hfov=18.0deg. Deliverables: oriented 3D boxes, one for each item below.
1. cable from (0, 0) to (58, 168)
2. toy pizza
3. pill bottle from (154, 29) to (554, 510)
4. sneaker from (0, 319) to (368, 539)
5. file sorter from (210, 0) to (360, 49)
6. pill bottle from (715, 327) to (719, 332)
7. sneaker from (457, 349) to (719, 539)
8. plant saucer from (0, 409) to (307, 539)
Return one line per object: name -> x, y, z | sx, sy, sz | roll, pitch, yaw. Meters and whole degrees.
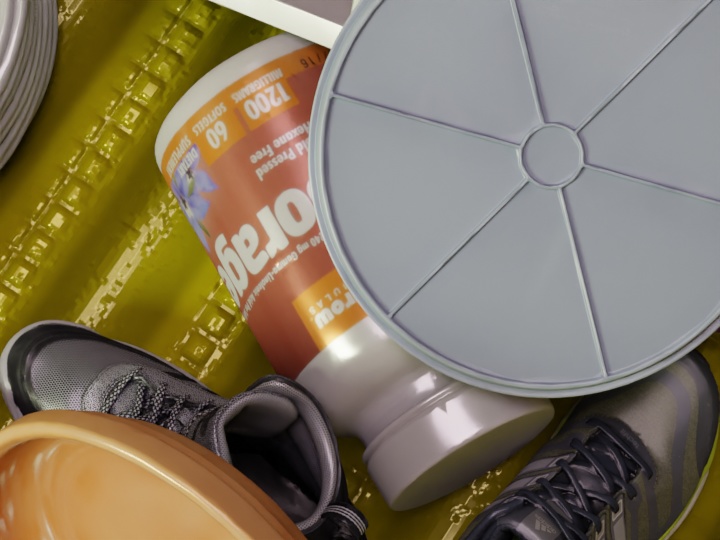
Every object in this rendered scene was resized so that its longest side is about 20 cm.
cable -> -0.247, -0.116, 1.089 | 0.199, 0.069, 0.200 | 35, 79, 13
toy pizza -> 0.078, -0.048, 0.938 | 0.199, 0.032, 0.202 | 0, 97, 0
pill bottle -> 0.000, 0.000, 1.013 | 0.112, 0.112, 0.201 | -30, 74, -4
sneaker -> -0.074, 0.070, 0.993 | 0.199, 0.114, 0.076 | 35, 64, 11
file sorter -> -0.006, -0.188, 1.017 | 0.199, 0.125, 0.139 | 24, 34, 18
pill bottle -> 0.172, -0.028, 1.008 | 0.198, 0.111, 0.112 | -1, 74, 5
sneaker -> 0.090, 0.112, 0.990 | 0.074, 0.081, 0.200 | 36, 80, 13
plant saucer -> -0.076, 0.134, 0.950 | 0.200, 0.201, 0.037 | 35, 51, 13
